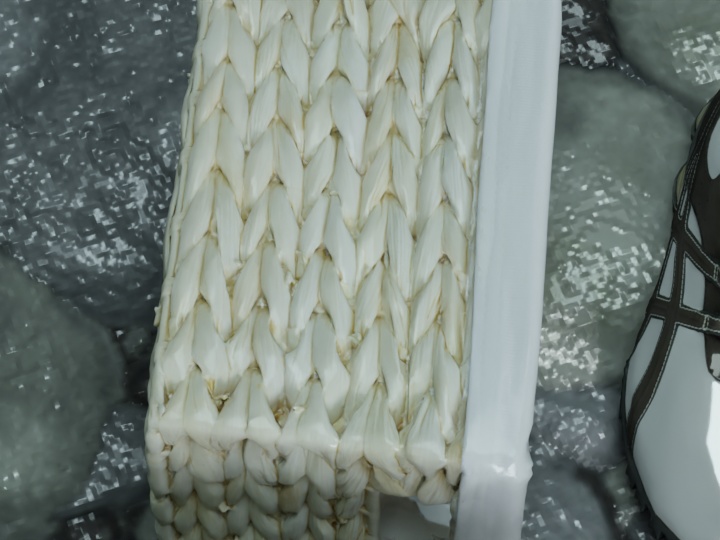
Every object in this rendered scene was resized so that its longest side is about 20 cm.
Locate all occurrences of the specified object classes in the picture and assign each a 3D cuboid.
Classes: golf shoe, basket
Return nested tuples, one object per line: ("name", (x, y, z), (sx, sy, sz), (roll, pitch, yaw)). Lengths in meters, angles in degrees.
("golf shoe", (0.135, 0.007, 0.973), (0.077, 0.095, 0.201), (7, 63, -2))
("basket", (0.000, 0.000, 0.943), (0.122, 0.136, 0.201), (5, 62, 3))
